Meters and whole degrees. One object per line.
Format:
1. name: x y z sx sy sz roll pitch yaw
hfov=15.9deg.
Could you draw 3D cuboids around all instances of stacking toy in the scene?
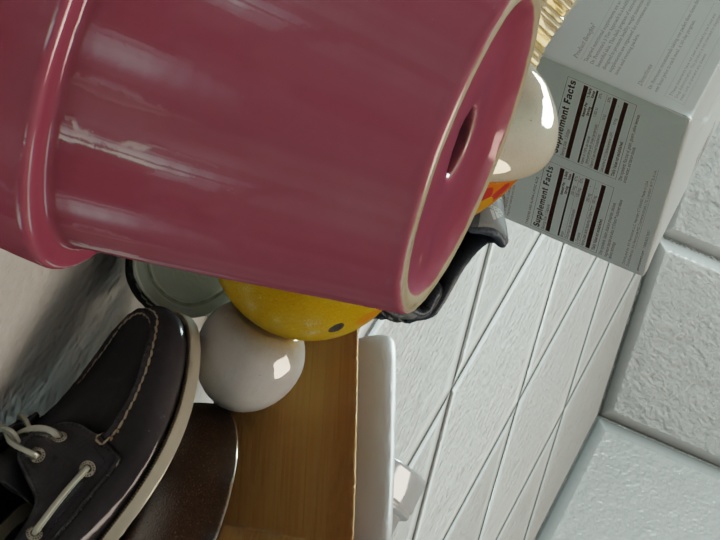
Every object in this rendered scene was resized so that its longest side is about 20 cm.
1. stacking toy: -0.016 -0.020 1.114 0.201 0.146 0.146 -62 173 29

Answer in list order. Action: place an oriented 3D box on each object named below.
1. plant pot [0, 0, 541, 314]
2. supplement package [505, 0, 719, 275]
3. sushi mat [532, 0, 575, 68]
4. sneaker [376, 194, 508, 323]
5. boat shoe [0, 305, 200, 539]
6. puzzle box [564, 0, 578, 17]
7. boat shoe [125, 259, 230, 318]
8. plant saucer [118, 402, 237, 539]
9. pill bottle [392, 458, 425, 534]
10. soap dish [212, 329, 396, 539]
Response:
1. plant pot: -0.040 -0.077 0.928 0.200 0.178 0.201 22 90 -78
2. supplement package: 0.124 -0.141 1.548 0.148 0.199 0.192 100 17 -51
3. sushi mat: 0.017 -0.146 1.159 0.200 0.012 0.096 39 70 -34
4. sneaker: 0.000 0.000 1.376 0.200 0.074 0.081 -41 -136 27
5. boat shoe: -0.135 0.091 1.095 0.072 0.063 0.201 -3 -127 55
6. puzzle box: 0.020 -0.101 1.270 0.200 0.025 0.133 -51 144 14
7. boat shoe: -0.035 -0.060 1.195 0.200 0.076 0.060 -41 -168 -12
8. plant saucer: -0.124 0.139 1.150 0.200 0.032 0.201 -48 -160 23
9. pill bottle: -0.044 0.186 1.392 0.201 0.111 0.112 -63 169 -10
10. soap dish: -0.044 0.129 1.221 0.158 0.081 0.201 -88 -167 -46
